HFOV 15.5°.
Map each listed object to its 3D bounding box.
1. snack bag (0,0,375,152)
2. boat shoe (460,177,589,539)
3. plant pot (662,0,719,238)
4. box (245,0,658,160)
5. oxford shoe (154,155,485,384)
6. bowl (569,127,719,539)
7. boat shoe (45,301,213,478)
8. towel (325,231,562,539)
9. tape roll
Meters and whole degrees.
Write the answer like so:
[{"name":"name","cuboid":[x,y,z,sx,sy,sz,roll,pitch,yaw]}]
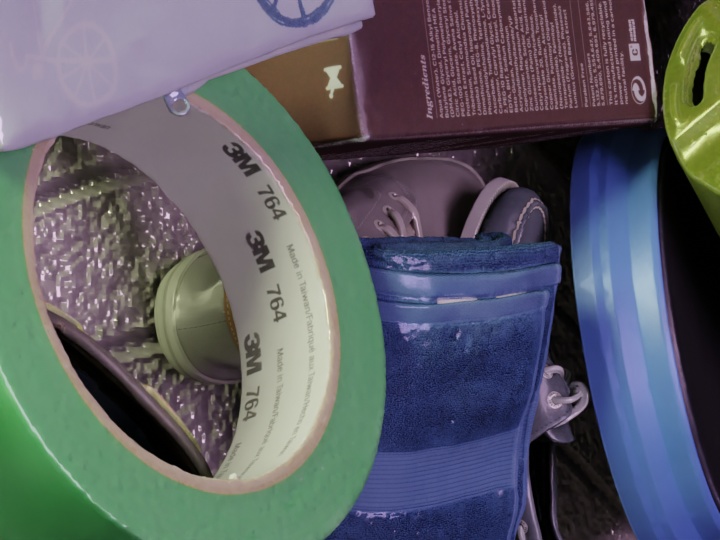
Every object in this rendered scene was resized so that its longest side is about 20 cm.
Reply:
[{"name":"snack bag","cuboid":[-0.076,-0.146,0.880,0.200,0.021,0.189,-27,113,-45]},{"name":"boat shoe","cuboid":[0.072,0.062,1.125,0.073,0.062,0.201,0,94,-64]},{"name":"plant pot","cuboid":[0.224,-0.048,1.163,0.190,0.199,0.201,39,57,-50]},{"name":"box","cuboid":[0.023,-0.085,1.081,0.200,0.100,0.075,-10,93,-50]},{"name":"oxford shoe","cuboid":[0.000,0.000,1.076,0.200,0.058,0.075,-22,100,-50]},{"name":"bowl","cuboid":[0.139,0.032,1.187,0.201,0.039,0.201,-10,90,-73]},{"name":"boat shoe","cuboid":[-0.128,0.037,0.918,0.202,0.060,0.072,42,58,-38]},{"name":"towel","cuboid":[0.022,0.085,1.046,0.111,0.048,0.201,-4,110,-43]},{"name":"tape roll","cuboid":[-0.074,0.011,0.907,0.200,0.048,0.201,26,53,-41]}]
